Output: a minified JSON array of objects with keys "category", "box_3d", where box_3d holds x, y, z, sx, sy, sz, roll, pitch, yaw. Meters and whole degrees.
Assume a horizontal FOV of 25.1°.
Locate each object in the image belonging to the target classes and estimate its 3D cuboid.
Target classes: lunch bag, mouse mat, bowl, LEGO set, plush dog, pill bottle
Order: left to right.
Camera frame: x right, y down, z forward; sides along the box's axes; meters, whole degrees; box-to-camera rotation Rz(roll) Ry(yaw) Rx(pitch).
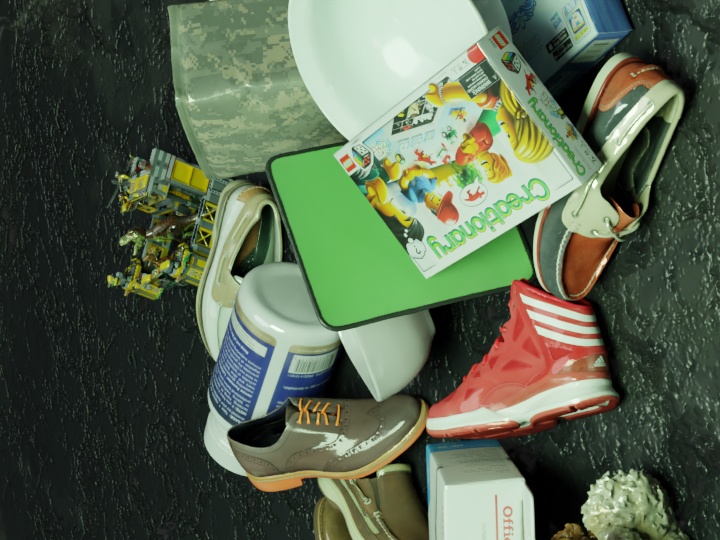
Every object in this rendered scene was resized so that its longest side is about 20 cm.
[{"category":"LEGO set","box_3d":[-0.232,-0.051,1.758,0.199,0.115,0.155,1,72,62]},{"category":"pill bottle","box_3d":[-0.088,0.102,1.602,0.116,0.115,0.201,52,135,38]},{"category":"lunch bag","box_3d":[-0.075,-0.154,1.440,0.200,0.162,0.119,82,-179,-65]},{"category":"bowl","box_3d":[0.000,0.000,1.422,0.200,0.074,0.202,-135,23,-74]},{"category":"mouse mat","box_3d":[0.034,-0.041,1.323,0.008,0.198,0.162,121,133,-60]},{"category":"bowl","box_3d":[0.047,-0.185,1.266,0.200,0.090,0.203,25,135,27]},{"category":"plush dog","box_3d":[0.181,0.266,1.173,0.160,0.170,0.202,29,118,50]}]

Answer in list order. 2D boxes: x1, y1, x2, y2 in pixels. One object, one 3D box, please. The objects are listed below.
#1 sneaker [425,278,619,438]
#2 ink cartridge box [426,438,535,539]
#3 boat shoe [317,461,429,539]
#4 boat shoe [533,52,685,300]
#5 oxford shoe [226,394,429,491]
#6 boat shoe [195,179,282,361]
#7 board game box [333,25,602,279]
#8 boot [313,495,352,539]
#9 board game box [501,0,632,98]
[{"category":"sneaker","box_3d":[0.128,0.072,1.327,0.199,0.078,0.117,-18,72,44]},{"category":"ink cartridge box","box_3d":[0.095,0.213,1.308,0.200,0.066,0.117,-119,27,-84]},{"category":"boat shoe","box_3d":[0.022,0.213,1.497,0.202,0.074,0.076,40,122,46]},{"category":"boat shoe","box_3d":[0.186,-0.060,1.208,0.063,0.071,0.202,41,124,42]},{"category":"oxford shoe","box_3d":[-0.032,0.150,1.496,0.198,0.073,0.072,-20,40,21]},{"category":"boat shoe","box_3d":[-0.123,0.011,1.676,0.068,0.074,0.202,29,118,57]},{"category":"board game box","box_3d":[0.076,-0.084,1.223,0.127,0.035,0.200,52,141,-4]},{"category":"boot","box_3d":[0.017,0.300,1.537,0.075,0.073,0.202,-33,71,33]},{"category":"board game box","box_3d":[0.113,-0.227,1.307,0.200,0.043,0.201,-40,64,52]}]
